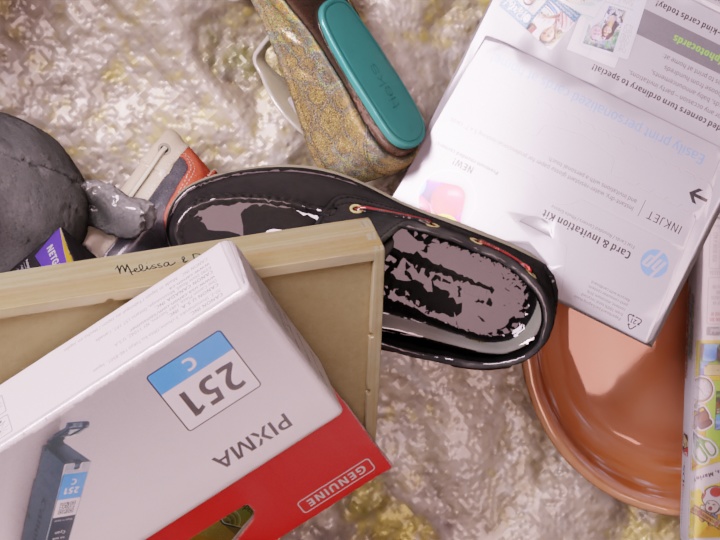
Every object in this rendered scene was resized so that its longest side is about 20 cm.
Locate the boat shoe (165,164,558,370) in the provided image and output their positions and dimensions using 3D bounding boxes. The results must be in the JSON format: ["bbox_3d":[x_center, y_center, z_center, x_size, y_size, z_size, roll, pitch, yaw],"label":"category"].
[{"bbox_3d":[0.001,-0.003,1.221,0.200,0.063,0.074,15,101,-1],"label":"boat shoe"}]

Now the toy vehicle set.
[{"bbox_3d":[-0.087,0.047,1.157,0.198,0.027,0.125,-9,128,-16],"label":"toy vehicle set"}]

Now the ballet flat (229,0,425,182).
[{"bbox_3d":[-0.036,-0.135,1.265,0.070,0.071,0.201,-26,92,-4],"label":"ballet flat"}]

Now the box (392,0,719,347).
[{"bbox_3d":[0.126,-0.084,1.275,0.155,0.041,0.201,26,89,11],"label":"box"}]

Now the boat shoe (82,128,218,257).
[{"bbox_3d":[-0.151,0.012,1.262,0.200,0.071,0.063,-40,97,-4],"label":"boat shoe"}]

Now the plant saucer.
[{"bbox_3d":[0.180,0.030,1.330,0.198,0.037,0.202,-1,98,-8],"label":"plant saucer"}]

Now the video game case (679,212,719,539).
[{"bbox_3d":[0.270,0.055,1.317,0.198,0.023,0.184,0,97,-9],"label":"video game case"}]

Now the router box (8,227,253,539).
[{"bbox_3d":[-0.138,0.093,1.226,0.157,0.052,0.200,-40,131,9],"label":"router box"}]

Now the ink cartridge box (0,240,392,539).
[{"bbox_3d":[-0.098,0.103,1.149,0.199,0.045,0.177,-33,129,4],"label":"ink cartridge box"}]

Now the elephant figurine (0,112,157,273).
[{"bbox_3d":[-0.226,-0.052,1.166,0.155,0.141,0.200,-46,145,-7],"label":"elephant figurine"}]
